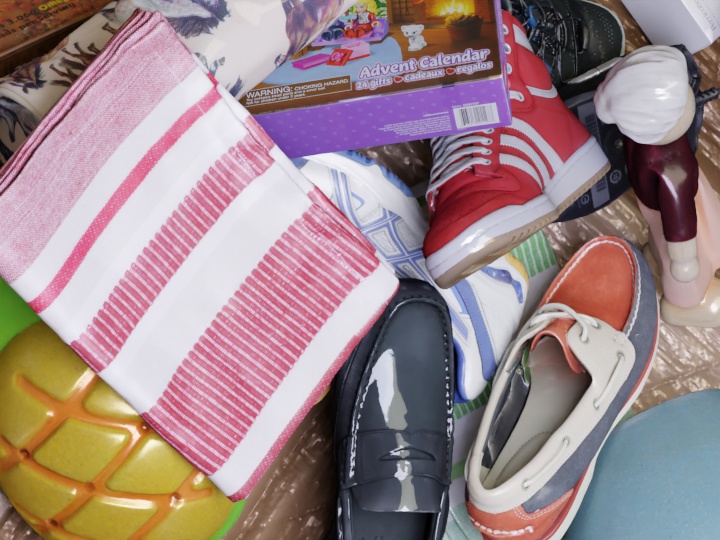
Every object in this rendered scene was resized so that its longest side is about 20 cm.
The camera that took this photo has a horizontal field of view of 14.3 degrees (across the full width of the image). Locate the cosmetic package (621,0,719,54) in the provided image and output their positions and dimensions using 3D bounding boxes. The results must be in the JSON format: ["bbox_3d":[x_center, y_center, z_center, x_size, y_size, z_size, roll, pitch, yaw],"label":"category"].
[{"bbox_3d":[0.160,-0.228,1.695,0.083,0.051,0.200,-41,98,-29],"label":"cosmetic package"}]

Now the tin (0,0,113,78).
[{"bbox_3d":[-0.187,-0.134,1.452,0.200,0.042,0.112,-28,53,-28],"label":"tin"}]

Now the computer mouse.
[{"bbox_3d":[0.165,-0.067,1.654,0.200,0.046,0.141,-30,123,-22],"label":"computer mouse"}]

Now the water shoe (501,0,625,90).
[{"bbox_3d":[0.076,-0.127,1.605,0.199,0.079,0.072,-4,80,-30],"label":"water shoe"}]

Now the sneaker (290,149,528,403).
[{"bbox_3d":[0.000,0.000,1.504,0.200,0.075,0.088,28,65,-21],"label":"sneaker"}]

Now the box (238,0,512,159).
[{"bbox_3d":[-0.026,-0.121,1.480,0.199,0.039,0.137,-9,48,6],"label":"box"}]

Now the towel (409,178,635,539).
[{"bbox_3d":[0.067,0.045,1.588,0.152,0.023,0.201,-27,91,-32],"label":"towel"}]

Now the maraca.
[{"bbox_3d":[-0.128,0.061,1.407,0.107,0.137,0.201,-80,153,-62],"label":"maraca"}]

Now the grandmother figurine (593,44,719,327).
[{"bbox_3d":[0.165,-0.054,1.550,0.060,0.200,0.122,-25,57,-3],"label":"grandmother figurine"}]

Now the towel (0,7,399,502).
[{"bbox_3d":[-0.080,-0.006,1.358,0.200,0.023,0.144,47,68,-25],"label":"towel"}]

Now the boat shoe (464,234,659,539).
[{"bbox_3d":[0.105,0.056,1.519,0.200,0.071,0.063,-64,147,-29],"label":"boat shoe"}]

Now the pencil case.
[{"bbox_3d":[-0.095,-0.111,1.407,0.200,0.078,0.089,-41,74,-20],"label":"pencil case"}]

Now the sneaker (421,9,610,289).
[{"bbox_3d":[0.058,-0.066,1.486,0.113,0.071,0.200,58,26,-4],"label":"sneaker"}]

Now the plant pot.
[{"bbox_3d":[0.188,0.144,1.544,0.199,0.200,0.135,-10,65,-30],"label":"plant pot"}]

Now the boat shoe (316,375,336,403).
[{"bbox_3d":[-0.101,0.004,1.478,0.200,0.070,0.071,37,75,-18],"label":"boat shoe"}]

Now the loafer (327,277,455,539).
[{"bbox_3d":[0.020,0.105,1.474,0.068,0.070,0.201,2,105,-22],"label":"loafer"}]
